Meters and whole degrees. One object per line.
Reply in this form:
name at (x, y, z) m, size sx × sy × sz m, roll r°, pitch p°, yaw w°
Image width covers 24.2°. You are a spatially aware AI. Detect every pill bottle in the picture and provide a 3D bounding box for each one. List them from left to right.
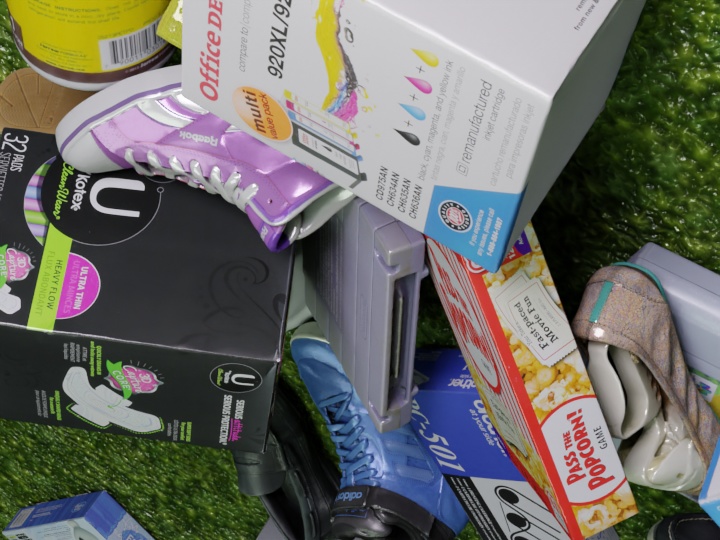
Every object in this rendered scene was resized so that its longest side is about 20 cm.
pill bottle at (-0.158, -0.206, 0.961) m, size 0.108 × 0.110 × 0.201 m, roll 26°, pitch 146°, yaw 15°

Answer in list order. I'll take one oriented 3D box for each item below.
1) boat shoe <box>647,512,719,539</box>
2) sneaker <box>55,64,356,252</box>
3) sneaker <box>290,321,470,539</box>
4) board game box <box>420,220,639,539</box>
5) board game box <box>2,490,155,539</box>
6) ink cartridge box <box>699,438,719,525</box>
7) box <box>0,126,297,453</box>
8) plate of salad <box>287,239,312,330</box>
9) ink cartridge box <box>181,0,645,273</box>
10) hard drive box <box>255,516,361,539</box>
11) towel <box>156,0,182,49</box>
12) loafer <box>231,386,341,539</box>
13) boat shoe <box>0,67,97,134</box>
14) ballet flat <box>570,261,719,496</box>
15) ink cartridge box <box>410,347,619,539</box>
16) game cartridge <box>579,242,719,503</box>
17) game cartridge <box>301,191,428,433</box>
boat shoe at (0.283, 0.191, 1.071) m, size 0.198 × 0.075 × 0.066 m, roll 24°, pitch 134°, yaw -4°
sneaker at (-0.088, -0.062, 1.001) m, size 0.198 × 0.116 × 0.073 m, roll -12°, pitch 167°, yaw 16°
sneaker at (0.004, 0.139, 1.247) m, size 0.200 × 0.112 × 0.076 m, roll 49°, pitch 146°, yaw -19°
board game box at (0.089, 0.039, 0.991) m, size 0.152 × 0.046 × 0.202 m, roll -128°, pitch 14°, yaw -70°
board game box at (-0.264, 0.324, 1.799) m, size 0.199 × 0.044 × 0.199 m, roll 49°, pitch 145°, yaw -18°
ink cartridge box at (0.304, 0.118, 0.869) m, size 0.200 × 0.148 × 0.144 m, roll 47°, pitch 134°, yaw -15°
box at (-0.144, 0.014, 1.076) m, size 0.197 × 0.150 × 0.125 m, roll 9°, pitch 146°, yaw -4°
plate of salad at (-0.118, -0.010, 1.214) m, size 0.197 × 0.048 × 0.201 m, roll 5°, pitch 146°, yaw 4°
ink cartridge box at (0.027, -0.132, 0.848) m, size 0.199 × 0.145 × 0.148 m, roll 30°, pitch 148°, yaw 11°
hard drive box at (-0.039, 0.300, 1.527) m, size 0.155 × 0.077 × 0.200 m, roll 33°, pitch 147°, yaw 4°
towel at (-0.016, -0.126, 0.958) m, size 0.199 × 0.087 × 0.018 m, roll 30°, pitch -179°, yaw 10°
loafer at (-0.074, 0.154, 1.378) m, size 0.068 × 0.071 × 0.201 m, roll 1°, pitch 134°, yaw 41°
boat shoe at (-0.155, -0.094, 1.149) m, size 0.198 × 0.072 × 0.069 m, roll 13°, pitch 161°, yaw 23°
ballet flat at (0.170, 0.086, 1.002) m, size 0.068 × 0.067 × 0.201 m, roll 3°, pitch 135°, yaw 41°
ink cartridge box at (0.106, 0.141, 1.217) m, size 0.093 × 0.044 × 0.201 m, roll 0°, pitch 133°, yaw 41°
game cartridge at (0.197, 0.071, 1.052) m, size 0.132 × 0.041 × 0.201 m, roll 30°, pitch 147°, yaw 17°
game cartridge at (0.000, 0.000, 1.091) m, size 0.201 × 0.038 × 0.130 m, roll 92°, pitch 156°, yaw -53°
